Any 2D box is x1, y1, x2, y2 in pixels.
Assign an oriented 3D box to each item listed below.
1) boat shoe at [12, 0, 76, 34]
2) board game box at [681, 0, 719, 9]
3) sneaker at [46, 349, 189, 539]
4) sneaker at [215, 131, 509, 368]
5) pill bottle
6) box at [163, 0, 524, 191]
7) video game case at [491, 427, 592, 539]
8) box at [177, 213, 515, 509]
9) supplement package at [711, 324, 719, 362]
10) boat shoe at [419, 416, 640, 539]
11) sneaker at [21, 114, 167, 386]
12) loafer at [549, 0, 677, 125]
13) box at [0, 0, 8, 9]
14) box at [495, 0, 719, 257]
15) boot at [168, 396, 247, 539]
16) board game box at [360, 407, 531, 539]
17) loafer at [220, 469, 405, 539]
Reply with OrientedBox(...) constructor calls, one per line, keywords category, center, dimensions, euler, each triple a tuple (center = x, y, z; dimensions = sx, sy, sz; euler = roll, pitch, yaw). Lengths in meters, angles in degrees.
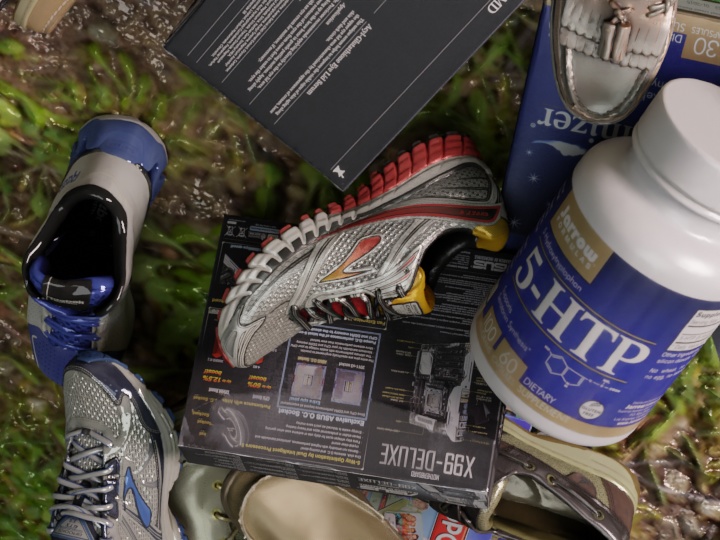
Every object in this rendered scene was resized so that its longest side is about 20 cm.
OrientedBox(category="boat shoe", center=(-0.129, -0.200, 1.047), dimensions=(0.064, 0.071, 0.200), euler=(41, 119, -15))
OrientedBox(category="board game box", center=(0.191, -0.124, 1.065), dimensions=(0.104, 0.024, 0.201), euler=(15, 124, 4))
OrientedBox(category="sneaker", center=(-0.165, 0.149, 1.170), dimensions=(0.077, 0.085, 0.201), euler=(9, 121, 34))
OrientedBox(category="sneaker", center=(0.000, 0.000, 1.077), dimensions=(0.199, 0.078, 0.082), euler=(-34, 72, 4))
OrientedBox(category="pill bottle", center=(0.158, -0.006, 1.025), dimensions=(0.119, 0.120, 0.200), euler=(27, 124, -7))
OrientedBox(category="box", center=(0.003, -0.167, 1.040), dimensions=(0.141, 0.079, 0.200), euler=(39, 120, -11))
OrientedBox(category="video game case", center=(0.066, 0.145, 1.256), dimensions=(0.199, 0.026, 0.182), euler=(-10, 119, 15))
OrientedBox(category="box", center=(-0.003, 0.057, 1.135), dimensions=(0.199, 0.159, 0.050), euler=(7, 161, 6))
OrientedBox(category="supplement package", center=(0.292, -0.035, 1.035), dimensions=(0.119, 0.122, 0.201), euler=(14, 125, -13))
OrientedBox(category="boat shoe", center=(0.084, 0.136, 1.159), dimensions=(0.199, 0.065, 0.074), euler=(13, 125, 3))
OrientedBox(category="sneaker", center=(-0.187, 0.007, 1.161), dimensions=(0.080, 0.115, 0.200), euler=(18, 123, 0))
OrientedBox(category="loafer", center=(0.148, -0.178, 0.973), dimensions=(0.071, 0.063, 0.201), euler=(15, 99, 3))
OrientedBox(category="box", center=(-0.200, -0.182, 0.995), dimensions=(0.050, 0.200, 0.198), euler=(41, 121, -16))
OrientedBox(category="box", center=(0.151, -0.074, 1.074), dimensions=(0.120, 0.032, 0.201), euler=(12, 125, 3))
OrientedBox(category="boot", center=(-0.089, 0.159, 1.235), dimensions=(0.200, 0.072, 0.155), euler=(-32, 88, 32))
OrientedBox(category="board game box", center=(0.030, 0.155, 1.236), dimensions=(0.134, 0.029, 0.201), euler=(16, 123, 1))
OrientedBox(category="loafer", center=(-0.007, 0.187, 1.189), dimensions=(0.200, 0.067, 0.076), euler=(37, 89, -25))
